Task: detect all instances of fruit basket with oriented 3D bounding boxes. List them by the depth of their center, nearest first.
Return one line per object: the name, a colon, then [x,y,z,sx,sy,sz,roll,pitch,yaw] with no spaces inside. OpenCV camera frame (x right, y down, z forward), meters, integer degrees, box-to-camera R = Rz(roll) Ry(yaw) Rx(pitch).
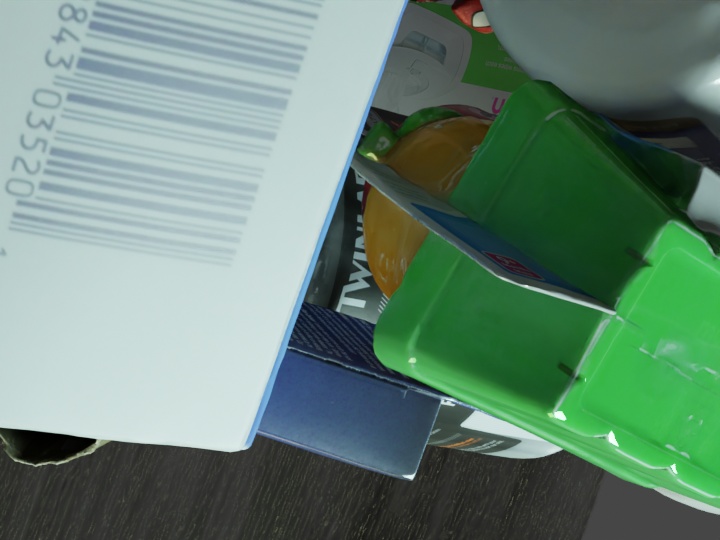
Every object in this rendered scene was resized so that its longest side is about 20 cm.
fruit basket: [0.049,-0.015,0.668,0.185,0.094,0.200,27,-168,-41]

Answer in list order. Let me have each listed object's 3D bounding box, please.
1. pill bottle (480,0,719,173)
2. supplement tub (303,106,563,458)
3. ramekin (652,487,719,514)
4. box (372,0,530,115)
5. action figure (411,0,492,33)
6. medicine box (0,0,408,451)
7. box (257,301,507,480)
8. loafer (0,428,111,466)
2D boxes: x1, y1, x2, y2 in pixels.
pill bottle: [0.119,-0.078,0.711,0.110,0.112,0.200,19,176,27]
supplement tub: [0.000,0.000,0.854,0.199,0.124,0.122,11,-177,-35]
ramekin: [0.147,-0.008,0.941,0.105,0.202,0.200,27,174,-34]
box: [0.102,-0.065,1.178,0.199,0.097,0.176,18,175,46]
action figure: [-0.011,-0.148,0.971,0.199,0.052,0.065,20,172,-33]
medicine box: [-0.074,-0.085,0.580,0.102,0.184,0.200,9,-157,-25]
box: [-0.051,0.019,0.702,0.198,0.033,0.121,18,-175,-13]
loafer: [-0.110,0.041,0.877,0.076,0.068,0.199,-17,163,41]
